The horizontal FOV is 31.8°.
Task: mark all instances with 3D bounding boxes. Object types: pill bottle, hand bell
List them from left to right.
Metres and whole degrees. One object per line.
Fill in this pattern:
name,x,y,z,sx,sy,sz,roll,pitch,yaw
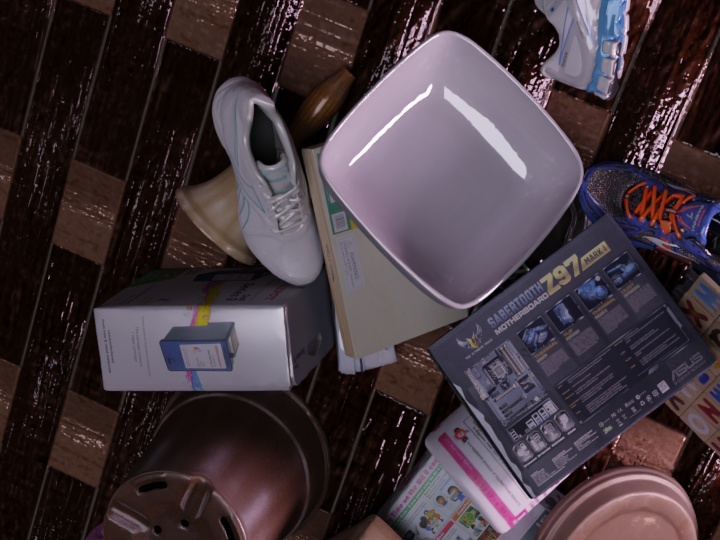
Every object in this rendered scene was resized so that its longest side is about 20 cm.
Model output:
hand bell,-0.075,-0.114,1.215,0.104,0.104,0.200,43,100,-1
pill bottle,0.166,0.134,1.164,0.199,0.113,0.114,-41,93,-2

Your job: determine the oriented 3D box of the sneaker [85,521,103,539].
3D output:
sneaker,-0.211,0.336,1.384,0.197,0.081,0.090,15,126,13

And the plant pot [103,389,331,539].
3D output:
plant pot,-0.148,0.227,1.264,0.197,0.198,0.204,4,108,13

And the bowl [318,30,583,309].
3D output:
bowl,0.076,-0.084,1.125,0.200,0.075,0.200,45,74,0

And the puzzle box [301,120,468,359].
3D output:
puzzle box,0.026,-0.033,1.185,0.131,0.025,0.203,-18,104,-26

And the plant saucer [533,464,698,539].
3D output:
plant saucer,0.245,0.283,1.202,0.197,0.029,0.204,-8,110,-22

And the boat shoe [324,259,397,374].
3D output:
boat shoe,0.000,0.000,1.233,0.066,0.074,0.203,-7,110,-4

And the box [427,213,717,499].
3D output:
box,0.179,0.073,1.089,0.199,0.051,0.159,-37,82,-1

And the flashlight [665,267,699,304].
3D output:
flashlight,0.359,0.081,1.155,0.200,0.068,0.068,45,104,5

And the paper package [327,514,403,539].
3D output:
paper package,0.018,0.365,1.270,0.200,0.103,0.191,46,144,-1

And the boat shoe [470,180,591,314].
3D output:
boat shoe,0.156,0.008,1.184,0.070,0.064,0.202,28,110,5

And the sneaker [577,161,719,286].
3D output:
sneaker,0.286,-0.046,1.113,0.197,0.078,0.076,23,81,7

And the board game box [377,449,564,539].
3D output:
board game box,0.130,0.264,1.270,0.199,0.064,0.148,37,111,1

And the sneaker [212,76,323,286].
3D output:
sneaker,-0.081,-0.073,1.147,0.070,0.080,0.203,-25,110,-13

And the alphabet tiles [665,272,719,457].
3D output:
alphabet tiles,0.327,0.105,1.114,0.167,0.008,0.201,45,156,15

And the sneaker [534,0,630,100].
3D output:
sneaker,0.195,-0.253,1.094,0.085,0.075,0.203,13,109,17

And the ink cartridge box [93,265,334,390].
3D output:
ink cartridge box,-0.138,0.054,1.237,0.196,0.145,0.089,0,106,16
